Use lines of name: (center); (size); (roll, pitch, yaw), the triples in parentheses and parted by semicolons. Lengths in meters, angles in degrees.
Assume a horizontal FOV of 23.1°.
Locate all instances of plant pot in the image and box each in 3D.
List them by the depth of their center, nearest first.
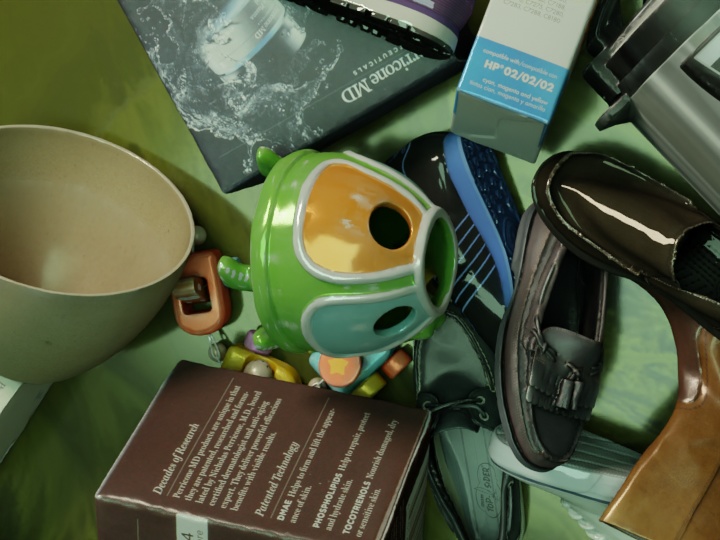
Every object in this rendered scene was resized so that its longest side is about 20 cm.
plant pot: (-0.234, 0.004, 1.303); (0.200, 0.200, 0.135); (26, 126, 9)

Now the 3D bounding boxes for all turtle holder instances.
turtle holder: (-0.004, 0.004, 1.201); (0.131, 0.141, 0.186); (5, 130, 20)

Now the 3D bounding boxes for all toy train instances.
toy train: (-0.062, 0.039, 1.321); (0.199, 0.056, 0.151); (-3, 96, 14)

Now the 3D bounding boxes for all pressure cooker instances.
pressure cooker: (0.254, -0.140, 1.167); (0.200, 0.176, 0.179); (48, 133, 5)

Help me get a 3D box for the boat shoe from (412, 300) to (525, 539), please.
boat shoe: (0.076, 0.120, 1.293); (0.074, 0.066, 0.200); (-6, 95, 15)

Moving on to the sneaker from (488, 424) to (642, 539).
sneaker: (0.182, 0.167, 1.258); (0.199, 0.073, 0.071); (18, 111, 0)

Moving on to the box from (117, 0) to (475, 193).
box: (-0.049, -0.190, 1.261); (0.196, 0.117, 0.200); (-29, 91, 14)

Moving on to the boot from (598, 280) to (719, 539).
boot: (0.218, 0.092, 1.227); (0.188, 0.068, 0.200); (32, 79, -4)

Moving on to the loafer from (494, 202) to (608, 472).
loafer: (0.139, 0.037, 1.217); (0.063, 0.072, 0.201); (-22, 56, 50)

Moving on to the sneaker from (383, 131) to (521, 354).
sneaker: (0.081, -0.005, 1.283); (0.078, 0.070, 0.200); (-18, 94, 31)

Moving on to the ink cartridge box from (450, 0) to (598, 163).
ink cartridge box: (0.127, -0.186, 1.197); (0.068, 0.115, 0.200); (20, 81, 4)

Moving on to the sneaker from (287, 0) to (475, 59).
sneaker: (-0.014, -0.216, 1.164); (0.200, 0.076, 0.088); (24, 85, 4)

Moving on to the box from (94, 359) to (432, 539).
box: (-0.064, 0.191, 1.258); (0.199, 0.164, 0.166); (10, 125, 12)

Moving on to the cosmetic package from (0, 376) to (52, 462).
cosmetic package: (-0.354, 0.070, 1.370); (0.200, 0.087, 0.104); (33, 92, 7)

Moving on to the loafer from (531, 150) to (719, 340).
loafer: (0.207, -0.023, 1.177); (0.200, 0.071, 0.073); (32, 77, 9)
